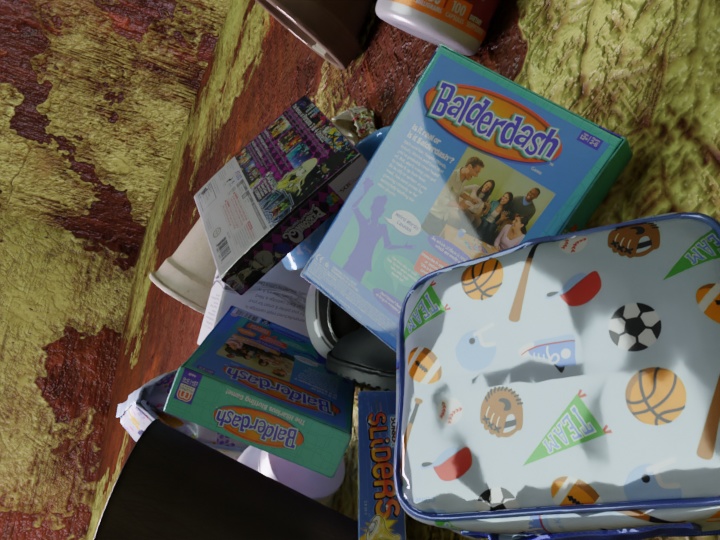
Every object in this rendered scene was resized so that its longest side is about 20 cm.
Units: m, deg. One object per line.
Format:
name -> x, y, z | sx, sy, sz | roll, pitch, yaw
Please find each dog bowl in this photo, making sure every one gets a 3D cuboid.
dog bowl -> -0.021, -0.081, 0.734 | 0.200, 0.050, 0.112 | -36, 23, 15

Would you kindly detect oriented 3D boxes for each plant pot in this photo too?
plant pot -> -0.195, -0.028, 1.058 | 0.184, 0.200, 0.200 | -62, 24, 1
plant pot -> -0.049, -0.425, 0.993 | 0.175, 0.200, 0.200 | -52, 27, 7

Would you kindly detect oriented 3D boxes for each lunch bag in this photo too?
lunch bag -> -0.220, 0.205, 0.922 | 0.170, 0.200, 0.127 | -36, 43, 54
lunch bag -> 0.107, 0.065, 0.356 | 0.200, 0.076, 0.161 | -17, 58, 33

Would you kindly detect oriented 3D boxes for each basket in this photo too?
basket -> -0.112, 0.239, 0.589 | 0.136, 0.200, 0.181 | -71, 2, -59

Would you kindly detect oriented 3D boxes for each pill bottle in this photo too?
pill bottle -> 0.100, -0.320, 0.647 | 0.200, 0.113, 0.113 | -68, 24, 16
pill bottle -> -0.097, 0.250, 0.729 | 0.200, 0.112, 0.112 | -55, 30, 37

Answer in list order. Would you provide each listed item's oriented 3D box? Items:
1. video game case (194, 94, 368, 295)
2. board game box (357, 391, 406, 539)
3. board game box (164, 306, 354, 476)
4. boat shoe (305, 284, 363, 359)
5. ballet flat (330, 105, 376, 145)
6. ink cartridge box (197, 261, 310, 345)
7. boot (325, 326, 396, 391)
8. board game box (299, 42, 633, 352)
video game case -> -0.091, -0.089, 0.722 | 0.181, 0.036, 0.200 | -42, 35, 5
board game box -> 0.016, 0.212, 0.520 | 0.135, 0.034, 0.200 | 88, -179, -57
board game box -> -0.082, 0.105, 0.651 | 0.200, 0.152, 0.045 | -81, 15, -79
boat shoe -> 0.000, 0.000, 0.714 | 0.066, 0.070, 0.200 | -37, 26, 45
ballet flat -> -0.012, -0.165, 0.863 | 0.076, 0.064, 0.200 | -63, 25, 26
ink cartridge box -> -0.105, 0.017, 0.851 | 0.084, 0.145, 0.200 | 3, 78, 66
boot -> 0.049, 0.022, 0.585 | 0.200, 0.076, 0.168 | 3, 81, 59
board game box -> 0.068, -0.037, 0.484 | 0.152, 0.045, 0.200 | 38, 102, 26
